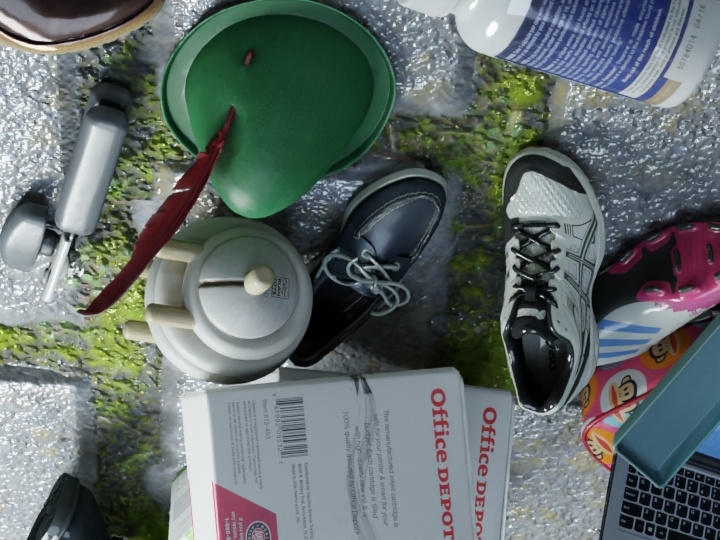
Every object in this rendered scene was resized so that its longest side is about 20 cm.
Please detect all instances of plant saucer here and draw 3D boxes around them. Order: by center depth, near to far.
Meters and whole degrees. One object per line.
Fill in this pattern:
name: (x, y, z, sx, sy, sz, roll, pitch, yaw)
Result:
plant saucer: (0.269, 0.071, 1.521, 0.200, 0.019, 0.070, -50, 126, 2)

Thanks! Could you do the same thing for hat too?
hat: (-0.068, -0.060, 1.396, 0.165, 0.177, 0.200, 24, 131, -21)

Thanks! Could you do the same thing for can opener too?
can opener: (-0.216, -0.055, 1.492, 0.066, 0.053, 0.200, 17, 133, -16)

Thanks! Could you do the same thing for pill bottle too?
pill bottle: (0.130, -0.184, 1.320, 0.199, 0.111, 0.111, 15, 134, -16)

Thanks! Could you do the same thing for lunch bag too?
lunch bag: (0.290, 0.122, 1.654, 0.176, 0.082, 0.200, -29, 128, 25)

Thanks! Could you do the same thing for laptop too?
laptop: (0.301, 0.174, 1.580, 0.187, 0.201, 0.116, 19, 161, -18)

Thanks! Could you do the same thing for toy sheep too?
toy sheep: (-0.100, 0.021, 1.505, 0.137, 0.139, 0.200, 14, 172, -15)

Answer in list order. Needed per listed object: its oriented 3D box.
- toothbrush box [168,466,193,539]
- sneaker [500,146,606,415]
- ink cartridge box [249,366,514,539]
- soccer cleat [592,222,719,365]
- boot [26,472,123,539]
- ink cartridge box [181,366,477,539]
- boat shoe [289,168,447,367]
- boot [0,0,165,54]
toothbrush box: (-0.044, 0.210, 1.739, 0.199, 0.086, 0.146, 26, 130, -23)
sneaker: (0.139, 0.011, 1.493, 0.075, 0.088, 0.201, -2, 109, 22)
ink cartridge box: (0.011, 0.158, 1.616, 0.199, 0.147, 0.086, 7, 176, -19)
soccer cleat: (0.224, 0.022, 1.572, 0.199, 0.070, 0.086, -23, 146, 26)
boot: (-0.200, 0.248, 1.737, 0.168, 0.077, 0.200, 23, 157, -7)
ink cartridge box: (-0.023, 0.153, 1.515, 0.199, 0.146, 0.084, -4, 176, -18)
boat shoe: (0.000, 0.000, 1.541, 0.075, 0.062, 0.200, 27, 130, -27)
boot: (-0.234, -0.221, 1.306, 0.199, 0.073, 0.167, -1, 138, 6)
